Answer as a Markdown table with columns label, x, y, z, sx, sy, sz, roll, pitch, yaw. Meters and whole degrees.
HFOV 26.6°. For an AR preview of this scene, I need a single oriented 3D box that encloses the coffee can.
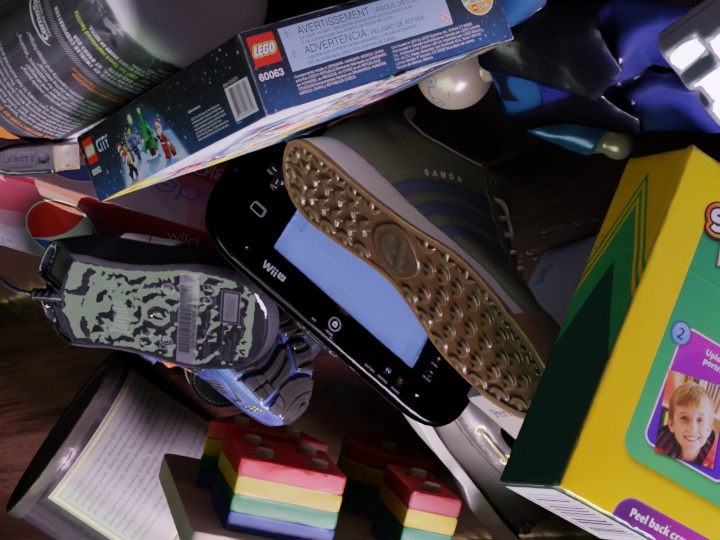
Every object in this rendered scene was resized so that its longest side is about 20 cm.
| label | x | y | z | sx | sy | sz | roll | pitch | yaw |
| --- | --- | --- | --- | --- | --- | --- | --- | --- | --- |
| coffee can | -0.155 | 0.182 | 1.196 | 0.199 | 0.147 | 0.146 | 36 | 146 | -10 |

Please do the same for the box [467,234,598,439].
| label | x | y | z | sx | sy | sz | roll | pitch | yaw |
| --- | --- | --- | --- | --- | --- | --- | --- | --- | --- |
| box | 0.181 | 0.080 | 0.829 | 0.200 | 0.109 | 0.128 | 40 | 153 | -17 |

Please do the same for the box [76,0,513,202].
| label | x | y | z | sx | sy | sz | roll | pitch | yaw |
| --- | --- | --- | --- | --- | --- | --- | --- | --- | --- |
| box | -0.039 | -0.087 | 0.734 | 0.200 | 0.136 | 0.038 | -16 | 96 | 59 |

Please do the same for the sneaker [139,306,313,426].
| label | x | y | z | sx | sy | sz | roll | pitch | yaw |
| --- | --- | --- | --- | --- | --- | --- | --- | --- | --- |
| sneaker | -0.105 | 0.033 | 0.971 | 0.200 | 0.075 | 0.079 | 41 | 136 | 27 |

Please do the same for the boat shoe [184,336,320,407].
| label | x | y | z | sx | sy | sz | roll | pitch | yaw |
| --- | --- | --- | --- | --- | --- | --- | --- | --- | --- |
| boat shoe | -0.079 | 0.060 | 1.055 | 0.074 | 0.062 | 0.200 | 35 | 148 | -12 |

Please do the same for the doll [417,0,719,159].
| label | x | y | z | sx | sy | sz | roll | pitch | yaw |
| --- | --- | --- | --- | --- | --- | --- | --- | --- | --- |
| doll | 0.110 | -0.098 | 0.713 | 0.199 | 0.049 | 0.137 | 6 | 143 | 39 |

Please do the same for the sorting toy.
| label | x | y | z | sx | sy | sz | roll | pitch | yaw |
| --- | --- | --- | --- | --- | --- | --- | --- | --- | --- |
| sorting toy | -0.024 | 0.150 | 1.028 | 0.199 | 0.070 | 0.199 | 13 | -176 | -14 |

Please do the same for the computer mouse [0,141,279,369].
| label | x | y | z | sx | sy | sz | roll | pitch | yaw |
| --- | --- | --- | --- | --- | --- | --- | --- | --- | --- |
| computer mouse | -0.143 | -0.015 | 0.868 | 0.198 | 0.046 | 0.141 | 3 | 123 | 4 |

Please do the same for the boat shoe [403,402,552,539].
| label | x | y | z | sx | sy | sz | roll | pitch | yaw |
| --- | --- | --- | --- | --- | --- | --- | --- | --- | --- |
| boat shoe | 0.068 | 0.097 | 0.995 | 0.202 | 0.060 | 0.072 | 55 | -179 | -27 |

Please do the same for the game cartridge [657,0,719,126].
| label | x | y | z | sx | sy | sz | roll | pitch | yaw |
| --- | --- | --- | --- | --- | --- | --- | --- | --- | --- |
| game cartridge | 0.231 | -0.066 | 0.622 | 0.133 | 0.041 | 0.200 | -32 | 122 | 27 |

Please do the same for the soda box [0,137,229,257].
| label | x | y | z | sx | sy | sz | roll | pitch | yaw |
| --- | --- | --- | --- | --- | --- | --- | --- | --- | --- |
| soda box | -0.141 | -0.038 | 0.926 | 0.199 | 0.070 | 0.064 | 16 | 133 | 0 |

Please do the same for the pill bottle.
| label | x | y | z | sx | sy | sz | roll | pitch | yaw |
| --- | --- | --- | --- | --- | --- | --- | --- | --- | --- |
| pill bottle | -0.146 | -0.129 | 0.812 | 0.106 | 0.107 | 0.199 | 45 | 144 | -23 |

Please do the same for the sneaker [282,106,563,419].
| label | x | y | z | sx | sy | sz | roll | pitch | yaw |
| --- | --- | --- | --- | --- | --- | --- | --- | --- | --- |
| sneaker | 0.055 | -0.017 | 0.782 | 0.200 | 0.090 | 0.067 | 44 | 143 | 23 |

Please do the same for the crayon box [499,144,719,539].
| label | x | y | z | sx | sy | sz | roll | pitch | yaw |
| --- | --- | --- | --- | --- | --- | --- | --- | --- | --- |
| crayon box | 0.187 | 0.065 | 0.725 | 0.199 | 0.173 | 0.058 | 30 | 163 | -19 |

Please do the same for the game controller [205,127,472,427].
| label | x | y | z | sx | sy | sz | roll | pitch | yaw |
| --- | --- | --- | --- | --- | --- | --- | --- | --- | --- |
| game controller | 0.000 | 0.000 | 0.875 | 0.200 | 0.105 | 0.042 | 41 | 141 | -18 |
